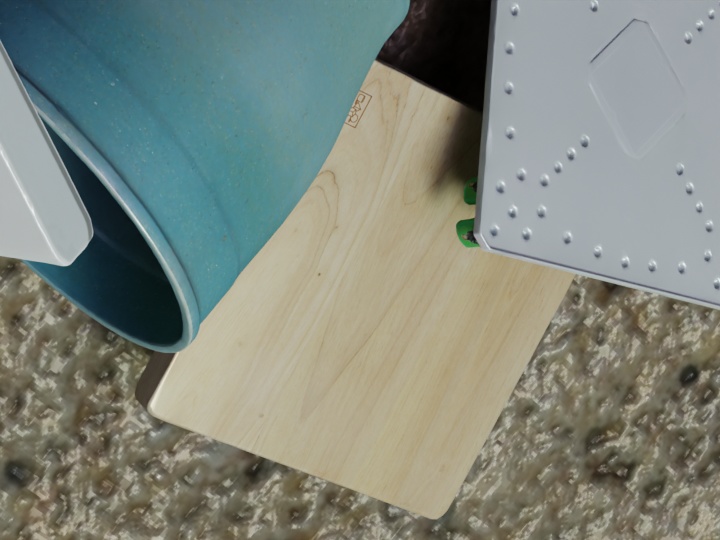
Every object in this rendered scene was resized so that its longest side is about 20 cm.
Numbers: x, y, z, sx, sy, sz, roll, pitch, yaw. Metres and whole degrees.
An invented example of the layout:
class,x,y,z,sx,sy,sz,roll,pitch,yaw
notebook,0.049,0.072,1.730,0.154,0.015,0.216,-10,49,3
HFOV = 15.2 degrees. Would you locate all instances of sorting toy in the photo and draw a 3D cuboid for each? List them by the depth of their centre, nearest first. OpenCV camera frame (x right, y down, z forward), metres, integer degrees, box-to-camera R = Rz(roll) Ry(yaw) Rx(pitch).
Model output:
class,x,y,z,sx,sy,sz,roll,pitch,yaw
sorting toy,0.000,0.000,1.365,0.198,0.070,0.201,23,98,-37

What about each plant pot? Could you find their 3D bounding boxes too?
class,x,y,z,sx,sy,sz,roll,pitch,yaw
plant pot,-0.084,-0.099,1.198,0.188,0.200,0.200,-45,128,-18

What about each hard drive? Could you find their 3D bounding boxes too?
class,x,y,z,sx,sy,sz,roll,pitch,yaw
hard drive,-0.212,-0.069,1.126,0.026,0.199,0.132,-50,132,-34

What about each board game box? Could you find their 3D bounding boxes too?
class,x,y,z,sx,sy,sz,roll,pitch,yaw
board game box,0.132,-0.091,1.370,0.199,0.026,0.201,13,77,-39
